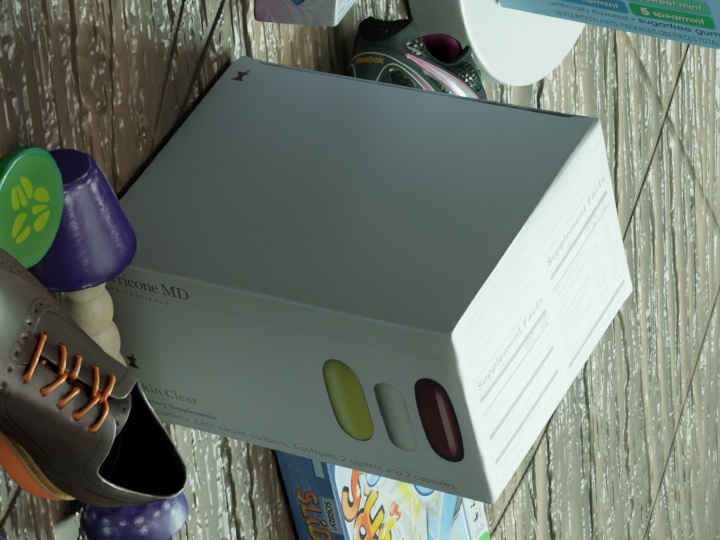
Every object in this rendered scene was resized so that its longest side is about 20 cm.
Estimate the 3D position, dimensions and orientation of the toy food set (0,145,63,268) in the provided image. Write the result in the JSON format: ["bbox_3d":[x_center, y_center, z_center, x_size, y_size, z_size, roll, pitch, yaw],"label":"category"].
[{"bbox_3d":[-0.196,0.018,1.159,0.200,0.049,0.198,3,97,-61],"label":"toy food set"}]

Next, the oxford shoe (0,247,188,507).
[{"bbox_3d":[-0.130,0.036,1.158,0.071,0.073,0.200,-67,149,-19],"label":"oxford shoe"}]

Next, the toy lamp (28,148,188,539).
[{"bbox_3d":[-0.120,0.037,1.297,0.058,0.058,0.200,-47,139,-44],"label":"toy lamp"}]

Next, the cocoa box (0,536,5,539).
[{"bbox_3d":[-0.164,0.221,1.175,0.133,0.131,0.200,-34,132,-27],"label":"cocoa box"}]

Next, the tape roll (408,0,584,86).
[{"bbox_3d":[0.086,-0.204,1.599,0.203,0.037,0.203,-30,125,-53],"label":"tape roll"}]

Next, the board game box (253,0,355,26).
[{"bbox_3d":[-0.011,-0.231,1.338,0.200,0.041,0.200,-62,155,-72],"label":"board game box"}]

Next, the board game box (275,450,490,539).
[{"bbox_3d":[0.016,0.129,1.597,0.135,0.034,0.200,-53,142,-39],"label":"board game box"}]

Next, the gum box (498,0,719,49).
[{"bbox_3d":[0.129,-0.192,1.456,0.045,0.170,0.200,-64,152,-22],"label":"gum box"}]

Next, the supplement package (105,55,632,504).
[{"bbox_3d":[0.000,0.000,1.347,0.156,0.200,0.111,-54,143,-37],"label":"supplement package"}]

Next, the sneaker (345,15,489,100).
[{"bbox_3d":[0.049,-0.081,1.541,0.200,0.080,0.086,34,59,-65],"label":"sneaker"}]
